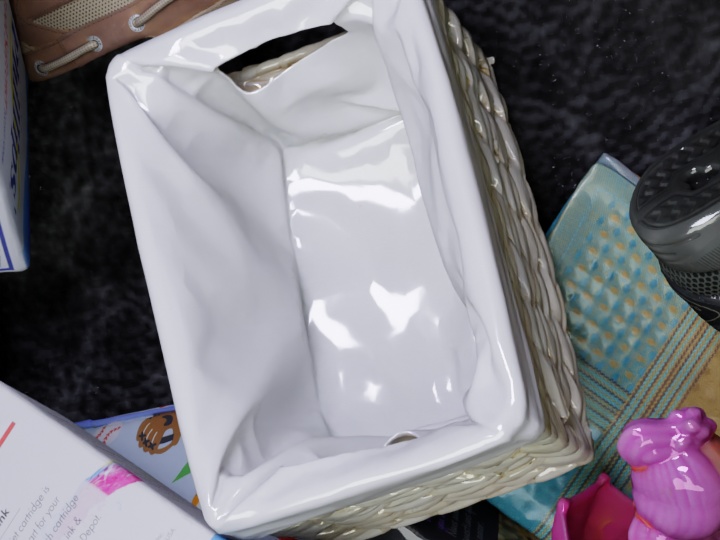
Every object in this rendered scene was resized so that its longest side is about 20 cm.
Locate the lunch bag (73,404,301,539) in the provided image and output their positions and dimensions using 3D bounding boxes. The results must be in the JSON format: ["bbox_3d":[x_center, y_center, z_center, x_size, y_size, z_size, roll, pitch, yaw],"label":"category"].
[{"bbox_3d":[-0.106,0.147,1.169,0.199,0.161,0.075,-18,148,36],"label":"lunch bag"}]

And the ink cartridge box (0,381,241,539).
[{"bbox_3d":[-0.120,0.124,1.070,0.200,0.068,0.115,32,88,25],"label":"ink cartridge box"}]

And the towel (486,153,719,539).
[{"bbox_3d":[0.136,0.067,1.154,0.200,0.022,0.147,36,96,-5],"label":"towel"}]

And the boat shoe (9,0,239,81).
[{"bbox_3d":[-0.065,-0.125,1.114,0.199,0.076,0.072,-12,113,25],"label":"boat shoe"}]

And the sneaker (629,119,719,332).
[{"bbox_3d":[0.215,-0.034,1.094,0.199,0.076,0.114,-32,125,5],"label":"sneaker"}]

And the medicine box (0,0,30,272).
[{"bbox_3d":[-0.228,-0.086,1.034,0.181,0.103,0.200,-5,145,1],"label":"medicine box"}]

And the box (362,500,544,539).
[{"bbox_3d":[0.069,0.179,1.187,0.199,0.106,0.123,34,113,-3],"label":"box"}]

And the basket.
[{"bbox_3d":[0.000,0.000,1.075,0.135,0.123,0.201,-19,70,16],"label":"basket"}]

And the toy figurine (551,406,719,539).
[{"bbox_3d":[0.165,0.098,1.074,0.183,0.150,0.201,-4,123,6],"label":"toy figurine"}]
